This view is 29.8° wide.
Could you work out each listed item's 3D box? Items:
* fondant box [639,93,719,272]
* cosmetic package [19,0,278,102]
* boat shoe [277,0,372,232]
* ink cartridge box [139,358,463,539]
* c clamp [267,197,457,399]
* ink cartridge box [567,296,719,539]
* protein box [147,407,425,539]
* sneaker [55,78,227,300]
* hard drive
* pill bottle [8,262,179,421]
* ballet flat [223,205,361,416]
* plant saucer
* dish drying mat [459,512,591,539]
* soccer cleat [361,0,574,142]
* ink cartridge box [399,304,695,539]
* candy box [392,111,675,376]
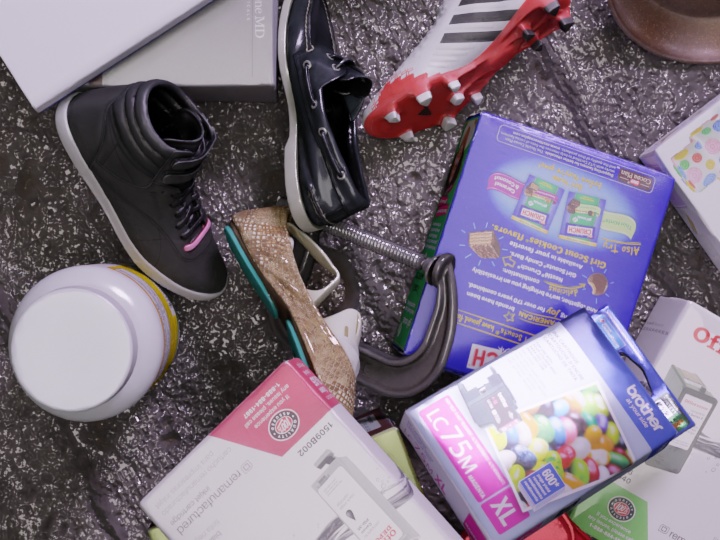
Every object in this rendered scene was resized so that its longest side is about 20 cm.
[{"bbox_3d":[0.351,-0.096,1.101,0.199,0.058,0.145,-37,93,-2],"label":"fondant box"},{"bbox_3d":[-0.162,-0.188,1.060,0.198,0.090,0.108,-2,89,0],"label":"cosmetic package"},{"bbox_3d":[-0.022,-0.132,1.052,0.066,0.074,0.201,-9,69,24],"label":"boat shoe"},{"bbox_3d":[-0.029,0.183,0.930,0.146,0.083,0.200,-43,84,-2],"label":"ink cartridge box"},{"bbox_3d":[0.000,0.000,1.058,0.199,0.027,0.172,29,98,29],"label":"c clamp"},{"bbox_3d":[0.266,0.141,1.088,0.145,0.084,0.201,29,90,-3],"label":"ink cartridge box"},{"bbox_3d":[-0.032,0.241,1.049,0.198,0.135,0.200,-22,92,-3],"label":"protein box"},{"bbox_3d":[-0.141,-0.060,1.033,0.099,0.071,0.201,-13,122,36],"label":"sneaker"},{"bbox_3d":[-0.192,-0.228,1.007,0.199,0.025,0.133,-33,89,-4],"label":"hard drive"},{"bbox_3d":[-0.198,0.052,1.005,0.112,0.200,0.114,0,91,-3],"label":"pill bottle"},{"bbox_3d":[-0.037,0.031,1.031,0.065,0.071,0.201,-25,72,-10],"label":"ballet flat"},{"bbox_3d":[0.288,-0.251,1.058,0.198,0.201,0.037,1,48,-3],"label":"plant saucer"},{"bbox_3d":[0.076,0.243,0.980,0.077,0.018,0.200,45,84,-3],"label":"dish drying mat"},{"bbox_3d":[0.078,-0.182,1.087,0.199,0.069,0.086,-37,60,12],"label":"soccer cleat"},{"bbox_3d":[0.142,0.109,0.988,0.199,0.042,0.120,-27,70,-21],"label":"ink cartridge box"},{"bbox_3d":[0.136,-0.004,1.083,0.168,0.077,0.202,19,89,-4],"label":"candy box"}]
